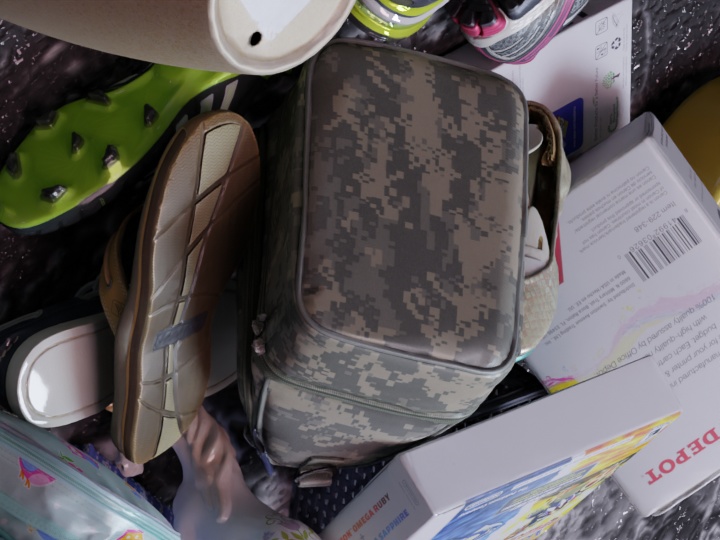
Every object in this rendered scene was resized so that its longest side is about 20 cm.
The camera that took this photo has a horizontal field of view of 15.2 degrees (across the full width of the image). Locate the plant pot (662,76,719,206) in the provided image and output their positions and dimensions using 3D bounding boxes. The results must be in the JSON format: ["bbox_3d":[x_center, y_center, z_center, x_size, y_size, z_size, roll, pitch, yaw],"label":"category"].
[{"bbox_3d":[0.289,-0.004,1.764,0.201,0.189,0.201,-35,139,-38],"label":"plant pot"}]

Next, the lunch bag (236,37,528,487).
[{"bbox_3d":[0.000,0.000,1.455,0.139,0.200,0.168,10,152,-16],"label":"lunch bag"}]

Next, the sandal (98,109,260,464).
[{"bbox_3d":[-0.106,0.007,1.408,0.080,0.054,0.200,-20,132,-50],"label":"sandal"}]

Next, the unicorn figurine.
[{"bbox_3d":[-0.078,0.152,1.516,0.074,0.200,0.138,-23,130,-56],"label":"unicorn figurine"}]

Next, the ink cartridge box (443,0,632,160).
[{"bbox_3d":[0.083,-0.094,1.625,0.200,0.039,0.100,-30,135,-31],"label":"ink cartridge box"}]

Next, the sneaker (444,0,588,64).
[{"bbox_3d":[0.127,-0.208,1.561,0.200,0.081,0.075,-46,148,-1],"label":"sneaker"}]

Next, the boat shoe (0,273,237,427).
[{"bbox_3d":[-0.131,0.041,1.474,0.200,0.062,0.075,-20,119,-45],"label":"boat shoe"}]

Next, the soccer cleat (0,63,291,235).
[{"bbox_3d":[-0.108,-0.075,1.418,0.200,0.067,0.081,-41,146,-20],"label":"soccer cleat"}]

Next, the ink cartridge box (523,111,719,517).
[{"bbox_3d":[0.175,0.027,1.653,0.147,0.086,0.200,-34,100,13],"label":"ink cartridge box"}]

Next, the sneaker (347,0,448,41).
[{"bbox_3d":[0.066,-0.200,1.455,0.081,0.074,0.200,-33,-165,51],"label":"sneaker"}]

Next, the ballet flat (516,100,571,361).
[{"bbox_3d":[0.082,-0.028,1.530,0.200,0.067,0.062,-79,169,-53],"label":"ballet flat"}]

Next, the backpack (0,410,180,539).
[{"bbox_3d":[-0.175,0.164,1.380,0.153,0.200,0.176,-49,162,-6],"label":"backpack"}]

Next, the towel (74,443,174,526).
[{"bbox_3d":[-0.122,0.203,1.569,0.200,0.024,0.145,48,36,-51],"label":"towel"}]

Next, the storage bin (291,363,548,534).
[{"bbox_3d":[0.037,0.149,1.709,0.135,0.094,0.200,-17,129,-39],"label":"storage bin"}]

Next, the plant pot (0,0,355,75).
[{"bbox_3d":[-0.096,-0.172,1.248,0.187,0.200,0.188,-26,134,-31],"label":"plant pot"}]

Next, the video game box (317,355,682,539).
[{"bbox_3d":[0.063,0.133,1.547,0.200,0.047,0.182,-19,163,-37],"label":"video game box"}]
